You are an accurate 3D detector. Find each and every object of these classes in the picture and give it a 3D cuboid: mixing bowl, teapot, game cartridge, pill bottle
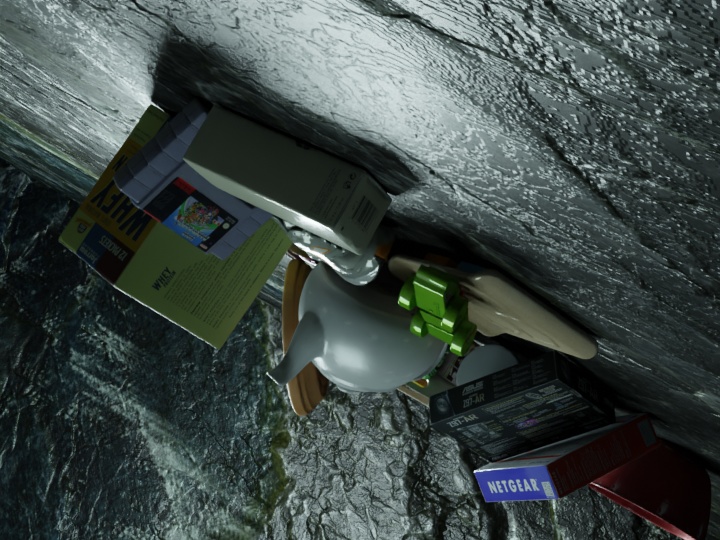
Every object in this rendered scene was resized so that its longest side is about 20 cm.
[{"bbox_3d":[0.446,0.316,2.041,0.199,0.109,0.200,30,174,4],"label":"mixing bowl"},{"bbox_3d":[0.009,0.081,1.653,0.199,0.147,0.198,19,-159,1],"label":"teapot"},{"bbox_3d":[-0.165,-0.092,1.495,0.038,0.130,0.200,49,-174,36],"label":"game cartridge"},{"bbox_3d":[0.218,0.181,1.974,0.114,0.114,0.200,25,172,33],"label":"pill bottle"}]

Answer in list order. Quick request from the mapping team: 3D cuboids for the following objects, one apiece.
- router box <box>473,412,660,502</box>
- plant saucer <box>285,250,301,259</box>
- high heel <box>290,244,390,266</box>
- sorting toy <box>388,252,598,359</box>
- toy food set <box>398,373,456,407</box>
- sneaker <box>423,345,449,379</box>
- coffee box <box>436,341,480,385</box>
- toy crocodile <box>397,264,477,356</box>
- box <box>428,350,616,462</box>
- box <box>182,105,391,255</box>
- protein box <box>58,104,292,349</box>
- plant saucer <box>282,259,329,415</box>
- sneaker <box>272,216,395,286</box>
[{"bbox_3d":[0.279,0.258,1.879,0.200,0.179,0.049,-23,89,65],"label":"router box"},{"bbox_3d":[-0.149,-0.076,1.882,0.200,0.032,0.200,37,178,2],"label":"plant saucer"},{"bbox_3d":[0.000,0.000,1.795,0.199,0.068,0.096,21,-175,17],"label":"high heel"},{"bbox_3d":[0.148,0.033,1.529,0.185,0.037,0.200,33,168,-28],"label":"sorting toy"},{"bbox_3d":[0.068,0.166,2.021,0.143,0.061,0.200,30,175,2],"label":"toy food set"},{"bbox_3d":[0.041,0.107,1.860,0.199,0.086,0.078,14,-167,-34],"label":"sneaker"},{"bbox_3d":[0.081,0.094,2.044,0.113,0.080,0.200,26,173,37],"label":"coffee box"},{"bbox_3d":[0.088,0.038,1.465,0.067,0.062,0.200,24,164,20],"label":"toy crocodile"},{"bbox_3d":[0.215,0.186,1.826,0.199,0.044,0.160,-24,141,30],"label":"box"},{"bbox_3d":[-0.074,-0.091,1.368,0.199,0.069,0.082,26,173,28],"label":"box"},{"bbox_3d":[-0.209,-0.050,1.640,0.135,0.199,0.200,33,177,41],"label":"protein box"},{"bbox_3d":[-0.067,0.085,1.763,0.037,0.202,0.200,-3,168,7],"label":"plant saucer"},{"bbox_3d":[-0.040,-0.041,1.556,0.092,0.076,0.200,29,174,-31],"label":"sneaker"}]
